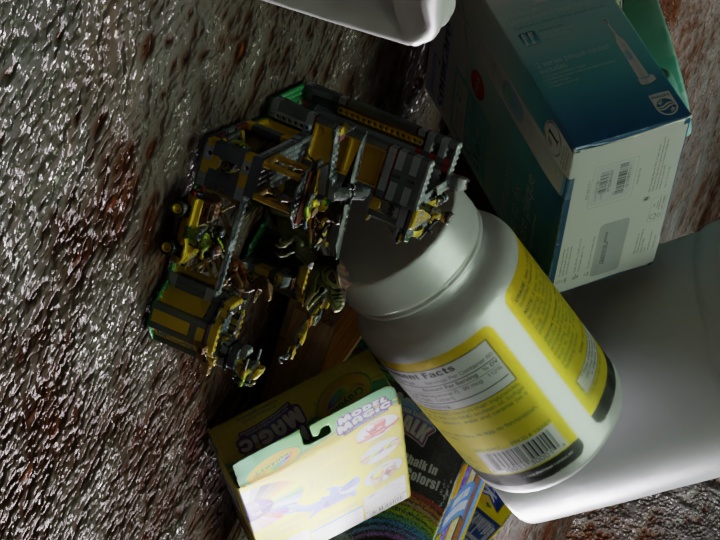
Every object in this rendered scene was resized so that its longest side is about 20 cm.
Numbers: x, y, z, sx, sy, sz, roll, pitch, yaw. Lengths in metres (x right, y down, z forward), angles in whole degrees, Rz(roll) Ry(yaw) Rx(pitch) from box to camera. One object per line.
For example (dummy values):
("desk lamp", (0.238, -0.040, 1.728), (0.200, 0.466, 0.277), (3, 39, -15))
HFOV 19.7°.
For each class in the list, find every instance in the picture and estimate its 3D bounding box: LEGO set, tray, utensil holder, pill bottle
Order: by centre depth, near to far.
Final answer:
("LEGO set", (-0.018, -0.015, 1.112), (0.155, 0.115, 0.200), (-71, 166, 12))
("pill bottle", (0.069, 0.036, 1.276), (0.200, 0.114, 0.115), (51, 56, -34))
("tray", (0.000, 0.000, 1.367), (0.200, 0.037, 0.099), (-53, 167, -45))
("utensil holder", (0.188, 0.075, 1.426), (0.170, 0.199, 0.171), (48, 32, -42))

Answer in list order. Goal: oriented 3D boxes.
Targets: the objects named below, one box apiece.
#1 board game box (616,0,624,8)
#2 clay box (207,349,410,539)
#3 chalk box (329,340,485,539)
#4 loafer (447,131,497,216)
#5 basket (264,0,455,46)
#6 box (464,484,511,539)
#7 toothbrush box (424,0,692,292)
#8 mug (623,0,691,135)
("board game box", (0.148, -0.207, 1.461), (0.201, 0.023, 0.105), (-98, -168, -47))
("clay box", (-0.030, 0.119, 1.316), (0.114, 0.048, 0.200), (-27, 155, -9))
("chalk box", (0.031, 0.125, 1.512), (0.201, 0.124, 0.124), (-68, 166, 6))
("loafer", (0.103, -0.084, 1.586), (0.200, 0.075, 0.069), (104, 12, -61))
("basket", (-0.009, -0.207, 0.824), (0.200, 0.135, 0.124), (87, 25, -60))
("box", (0.054, 0.244, 1.779), (0.200, 0.064, 0.070), (-51, 176, 32))
("toothbrush box", (0.121, -0.110, 1.334), (0.085, 0.201, 0.147), (-15, 145, -15))
("mug", (0.175, -0.159, 1.573), (0.185, 0.114, 0.153), (49, 23, -80))
